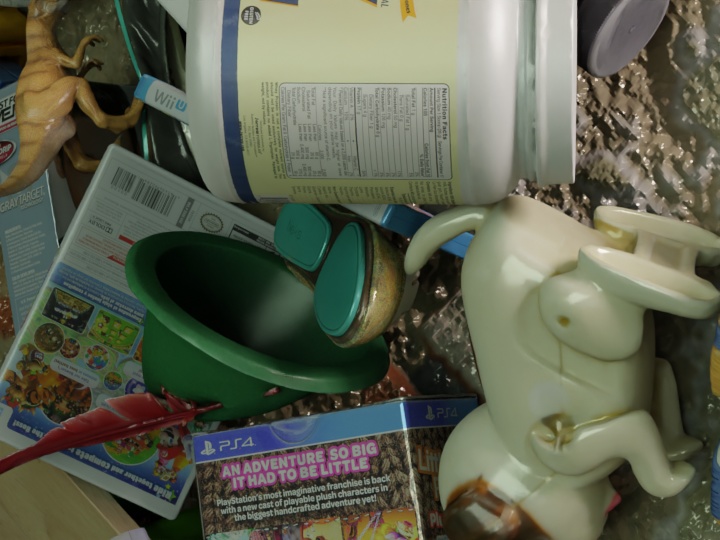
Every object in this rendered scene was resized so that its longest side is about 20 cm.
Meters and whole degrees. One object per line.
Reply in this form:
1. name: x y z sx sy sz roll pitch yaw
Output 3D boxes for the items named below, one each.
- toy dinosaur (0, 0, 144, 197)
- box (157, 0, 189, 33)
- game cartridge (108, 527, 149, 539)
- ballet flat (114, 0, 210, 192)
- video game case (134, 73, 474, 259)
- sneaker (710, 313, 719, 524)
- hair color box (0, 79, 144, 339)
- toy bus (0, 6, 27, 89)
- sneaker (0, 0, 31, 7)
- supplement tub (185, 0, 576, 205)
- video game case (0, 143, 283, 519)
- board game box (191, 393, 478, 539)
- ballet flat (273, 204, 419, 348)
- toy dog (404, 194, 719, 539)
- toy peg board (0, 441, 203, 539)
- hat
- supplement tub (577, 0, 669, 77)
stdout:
1. toy dinosaur: -0.200 -0.096 1.167 0.060 0.106 0.201 -44 35 45
2. box: -0.046 -0.174 1.139 0.200 0.124 0.098 48 110 23
3. game cartridge: -0.110 0.270 1.118 0.201 0.038 0.130 84 159 -43
4. ballet flat: -0.119 -0.117 1.218 0.068 0.068 0.202 -16 79 17
5. video game case: -0.027 -0.061 1.111 0.199 0.143 0.018 28 95 29
6. sneaker: 0.234 0.063 0.953 0.088 0.075 0.201 11 136 25
7. hair color box: -0.190 -0.026 1.230 0.060 0.099 0.202 -19 78 38
8. toy bus: -0.316 -0.125 1.311 0.191 0.136 0.201 37 108 11
9. sneaker: -0.193 -0.266 1.262 0.199 0.076 0.106 -26 62 8
10. supplement tub: 0.016 -0.108 0.967 0.198 0.145 0.146 0 88 7
11. video game case: -0.141 0.040 1.164 0.201 0.142 0.018 -65 15 -9
12. board game box: -0.003 0.187 1.111 0.158 0.097 0.202 -11 82 30
13. ballet flat: 0.000 0.000 1.088 0.071 0.070 0.200 -68 20 10
14. toy dog: 0.106 0.071 1.017 0.192 0.140 0.202 13 108 -1
15. toy peg board: -0.206 0.192 1.251 0.200 0.097 0.200 42 124 26
16. hat: -0.104 0.088 1.132 0.199 0.166 0.177 28 112 8
17. supplement tub: 0.088 -0.199 1.069 0.200 0.107 0.107 43 109 24
